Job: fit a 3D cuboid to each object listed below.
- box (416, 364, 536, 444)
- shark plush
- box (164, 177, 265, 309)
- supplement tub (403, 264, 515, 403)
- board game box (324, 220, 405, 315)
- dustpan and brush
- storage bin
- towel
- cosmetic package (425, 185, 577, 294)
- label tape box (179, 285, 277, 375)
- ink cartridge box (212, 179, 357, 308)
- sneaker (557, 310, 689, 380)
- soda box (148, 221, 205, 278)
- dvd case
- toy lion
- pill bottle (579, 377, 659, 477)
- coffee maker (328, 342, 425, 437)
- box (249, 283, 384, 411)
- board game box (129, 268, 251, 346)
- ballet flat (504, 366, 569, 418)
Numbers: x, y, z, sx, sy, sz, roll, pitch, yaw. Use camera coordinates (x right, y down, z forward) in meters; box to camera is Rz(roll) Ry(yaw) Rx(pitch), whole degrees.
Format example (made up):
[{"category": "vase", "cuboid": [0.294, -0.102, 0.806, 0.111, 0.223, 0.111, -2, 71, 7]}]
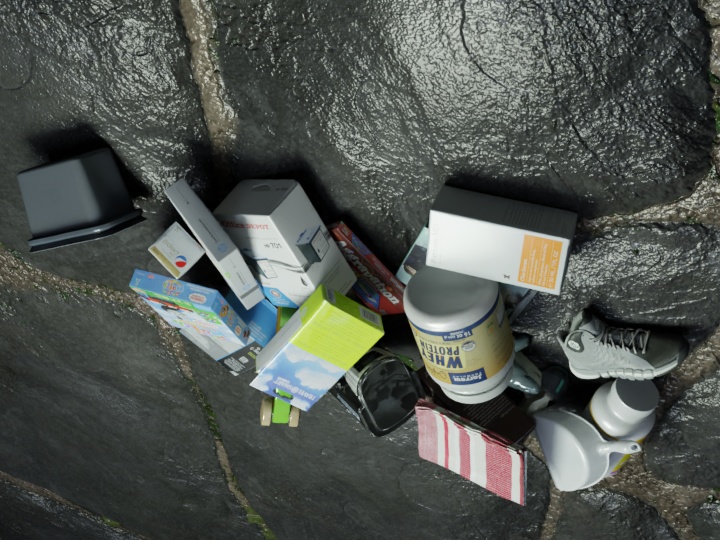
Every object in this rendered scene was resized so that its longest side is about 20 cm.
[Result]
[{"category": "box", "cuboid": [0.183, 0.229, 1.760, 0.200, 0.100, 0.075, 44, 146, 20]}, {"category": "shark plush", "cuboid": [0.198, 0.146, 1.719, 0.199, 0.084, 0.091, 17, 141, 4]}, {"category": "box", "cuboid": [-0.226, -0.038, 1.668, 0.156, 0.041, 0.200, 51, 171, 22]}, {"category": "supplement tub", "cuboid": [0.156, 0.093, 1.607, 0.143, 0.145, 0.201, 2, 136, 26]}, {"category": "board game box", "cuboid": [0.000, 0.000, 1.703, 0.200, 0.020, 0.103, 46, 148, -24]}, {"category": "dustpan and brush", "cuboid": [0.364, 0.283, 1.669, 0.200, 0.057, 0.140, -15, 97, 67]}, {"category": "storage bin", "cuboid": [-0.465, -0.123, 1.753, 0.199, 0.145, 0.135, -7, 105, 34]}, {"category": "towel", "cuboid": [0.176, 0.295, 1.701, 0.199, 0.023, 0.145, 22, 140, 29]}, {"category": "cosmetic package", "cuboid": [0.199, -0.044, 1.505, 0.199, 0.071, 0.102, 13, 129, 14]}, {"category": "label tape box", "cuboid": [-0.215, 0.102, 1.914, 0.143, 0.066, 0.200, 42, 140, -19]}, {"category": "ink cartridge box", "cuboid": [-0.118, -0.039, 1.657, 0.146, 0.086, 0.200, 5, 137, 46]}, {"category": "sneaker", "cuboid": [0.383, 0.105, 1.591, 0.199, 0.075, 0.116, -14, 126, 39]}, {"category": "soda box", "cuboid": [-0.299, -0.031, 1.722, 0.068, 0.064, 0.200, 46, 172, -7]}, {"category": "dvd case", "cuboid": [0.165, 0.012, 1.642, 0.199, 0.022, 0.146, 27, 142, -3]}, {"category": "toy lion", "cuboid": [-0.129, 0.133, 1.786, 0.068, 0.200, 0.193, 4, 123, -7]}, {"category": "pill bottle", "cuboid": [0.411, 0.247, 1.712, 0.104, 0.105, 0.201, 22, 141, 4]}, {"category": "coffee maker", "cuboid": [0.016, 0.181, 1.773, 0.192, 0.135, 0.200, 38, 180, -38]}, {"category": "box", "cuboid": [-0.071, 0.124, 1.649, 0.122, 0.048, 0.200, 29, 118, -28]}, {"category": "board game box", "cuboid": [-0.282, 0.064, 1.778, 0.150, 0.037, 0.200, 14, 163, 17]}, {"category": "ballet flat", "cuboid": [0.277, 0.226, 1.789, 0.073, 0.073, 0.200, 34, 141, -11]}]
